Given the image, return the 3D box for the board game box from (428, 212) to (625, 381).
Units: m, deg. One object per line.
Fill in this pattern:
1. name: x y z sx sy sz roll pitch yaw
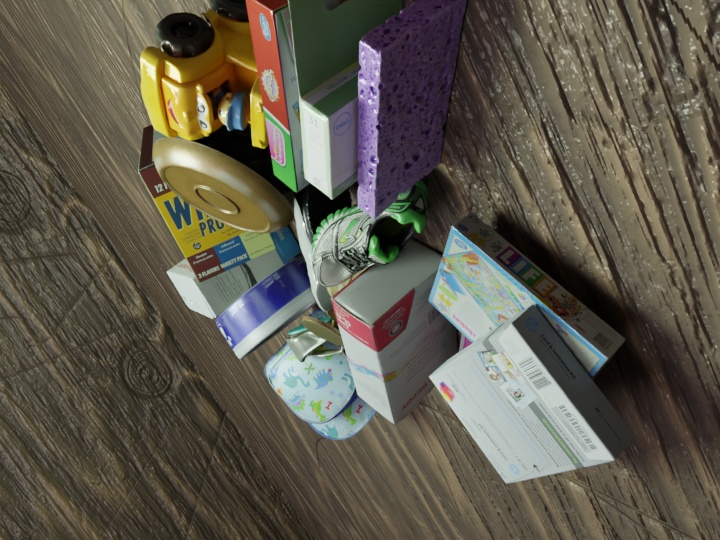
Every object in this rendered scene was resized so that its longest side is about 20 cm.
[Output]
1. board game box: 0.164 0.051 0.674 0.200 0.034 0.136 44 148 23

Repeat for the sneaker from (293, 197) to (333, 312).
1. sneaker: -0.064 -0.029 1.014 0.088 0.074 0.203 42 150 48

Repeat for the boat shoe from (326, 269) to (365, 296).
1. boat shoe: 0.002 -0.002 0.920 0.063 0.073 0.202 45 146 15

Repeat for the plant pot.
1. plant pot: -0.181 -0.100 0.819 0.197 0.028 0.201 22 162 7

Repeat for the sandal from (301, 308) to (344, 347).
1. sandal: -0.008 0.084 0.916 0.077 0.071 0.212 11 158 38

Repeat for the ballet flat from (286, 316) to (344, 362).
1. ballet flat: -0.025 0.089 0.989 0.198 0.067 0.065 -26 93 22

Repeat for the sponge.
1. sponge: 0.043 -0.152 0.603 0.030 0.111 0.202 38 152 23

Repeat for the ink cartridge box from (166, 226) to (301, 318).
1. ink cartridge box: -0.228 -0.016 1.138 0.144 0.199 0.085 8 132 55

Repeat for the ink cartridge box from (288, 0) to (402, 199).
1. ink cartridge box: 0.005 -0.184 0.587 0.048 0.145 0.202 37 151 23

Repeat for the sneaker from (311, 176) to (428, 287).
1. sneaker: 0.003 -0.037 0.752 0.077 0.086 0.200 25 134 -25

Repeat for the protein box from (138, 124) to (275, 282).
1. protein box: -0.242 -0.133 1.007 0.201 0.133 0.201 -118 6 -58

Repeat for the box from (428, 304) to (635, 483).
1. box: 0.169 0.142 0.678 0.157 0.041 0.200 53 150 9

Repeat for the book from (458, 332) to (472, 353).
1. book: 0.180 0.092 0.766 0.133 0.048 0.202 39 150 29

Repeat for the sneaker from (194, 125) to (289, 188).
1. sneaker: -0.142 -0.147 0.795 0.197 0.090 0.078 6 92 39

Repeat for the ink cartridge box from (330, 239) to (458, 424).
1. ink cartridge box: 0.053 0.082 0.848 0.085 0.147 0.202 30 146 36

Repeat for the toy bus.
1. toy bus: -0.117 -0.208 0.718 0.191 0.200 0.137 37 149 13

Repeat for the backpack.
1. backpack: -0.053 0.187 1.105 0.200 0.183 0.147 45 -166 4

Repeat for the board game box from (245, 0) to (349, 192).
1. board game box: -0.029 -0.197 0.622 0.040 0.152 0.202 37 150 27

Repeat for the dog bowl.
1. dog bowl: -0.154 0.064 1.117 0.079 0.199 0.200 52 155 2

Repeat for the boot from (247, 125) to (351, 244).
1. boot: -0.092 -0.121 0.874 0.161 0.072 0.203 -2 101 53
